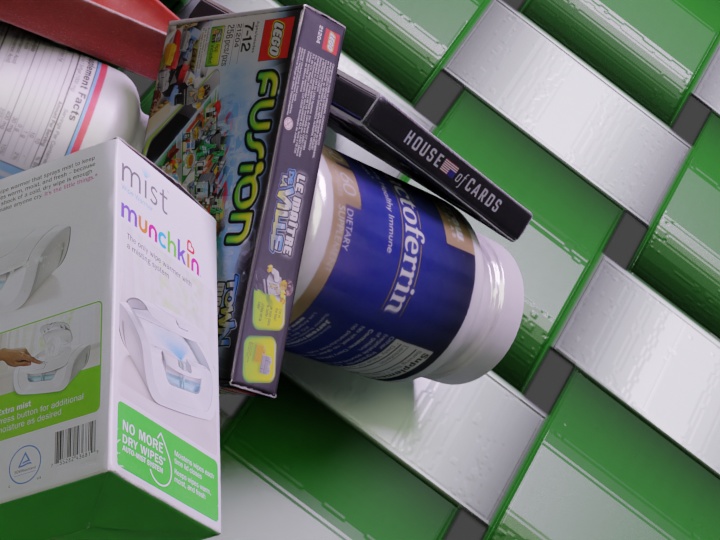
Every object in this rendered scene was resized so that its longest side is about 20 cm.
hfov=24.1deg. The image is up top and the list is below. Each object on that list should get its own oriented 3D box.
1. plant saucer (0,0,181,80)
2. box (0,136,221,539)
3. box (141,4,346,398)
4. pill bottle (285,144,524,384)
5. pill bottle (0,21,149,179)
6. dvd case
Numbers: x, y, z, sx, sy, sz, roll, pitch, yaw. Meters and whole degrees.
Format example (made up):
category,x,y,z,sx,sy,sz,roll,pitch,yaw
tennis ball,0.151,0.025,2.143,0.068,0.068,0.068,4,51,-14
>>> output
category,x,y,z,sx,sy,sz,roll,pitch,yaw
plant saucer,-0.204,-0.182,0.987,0.199,0.037,0.199,42,14,36
box,-0.176,0.056,0.823,0.097,0.199,0.178,41,36,-50
box,-0.075,-0.037,0.894,0.035,0.109,0.202,21,75,-45
pill bottle,0.000,0.000,0.978,0.199,0.115,0.117,21,49,-45
pill bottle,-0.196,-0.081,0.963,0.199,0.109,0.109,23,53,-15
dvd case,-0.003,-0.093,1.010,0.150,0.025,0.200,33,2,-42
